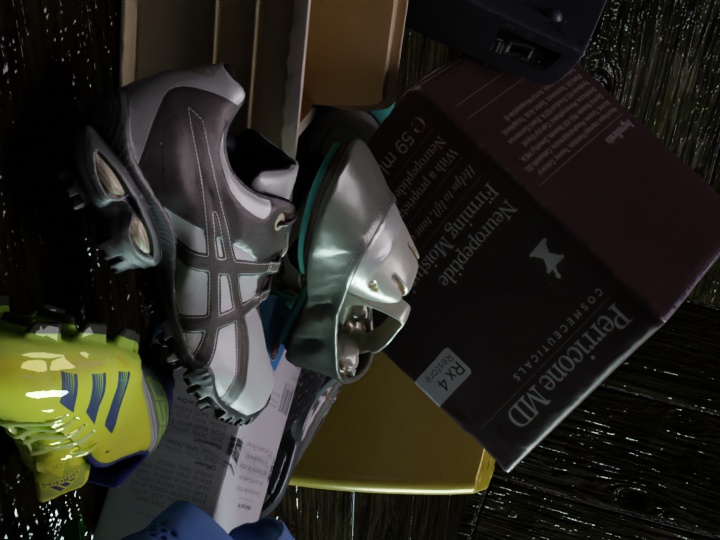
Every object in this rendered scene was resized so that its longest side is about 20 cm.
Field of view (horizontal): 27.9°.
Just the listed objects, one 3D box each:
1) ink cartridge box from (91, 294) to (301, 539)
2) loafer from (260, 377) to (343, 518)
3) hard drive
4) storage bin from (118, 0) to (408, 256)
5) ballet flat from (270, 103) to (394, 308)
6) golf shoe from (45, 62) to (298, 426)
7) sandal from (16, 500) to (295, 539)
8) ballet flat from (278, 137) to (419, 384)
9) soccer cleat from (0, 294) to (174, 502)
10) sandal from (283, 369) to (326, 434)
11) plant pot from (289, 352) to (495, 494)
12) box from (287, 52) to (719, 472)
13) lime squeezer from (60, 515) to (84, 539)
[{"bbox_3d":[-0.094,0.113,0.846,0.116,0.068,0.200,55,49,-75],"label":"ink cartridge box"},{"bbox_3d":[-0.051,0.087,1.047,0.063,0.072,0.200,80,35,-73],"label":"loafer"},{"bbox_3d":[0.052,-0.188,0.899,0.042,0.200,0.135,-65,177,34],"label":"hard drive"},{"bbox_3d":[-0.041,-0.133,0.746,0.200,0.094,0.199,-59,160,-57],"label":"storage bin"},{"bbox_3d":[-0.019,-0.055,1.011,0.070,0.067,0.200,89,18,-77],"label":"ballet flat"},{"bbox_3d":[-0.060,-0.007,0.656,0.078,0.094,0.200,58,-7,43],"label":"golf shoe"},{"bbox_3d":[-0.098,0.155,0.722,0.200,0.079,0.087,26,64,-46],"label":"sandal"},{"bbox_3d":[0.000,0.000,0.747,0.200,0.064,0.067,107,9,-62],"label":"ballet flat"},{"bbox_3d":[-0.128,0.061,0.628,0.200,0.065,0.084,50,57,-77],"label":"soccer cleat"},{"bbox_3d":[-0.078,0.092,0.954,0.201,0.048,0.075,-53,157,-22],"label":"sandal"},{"bbox_3d":[0.030,0.089,1.160,0.200,0.176,0.200,35,69,-78],"label":"plant pot"},{"bbox_3d":[0.099,-0.021,0.920,0.164,0.200,0.166,-37,169,-52],"label":"box"},{"bbox_3d":[-0.122,0.222,0.780,0.200,0.071,0.038,57,-1,-17],"label":"lime squeezer"}]
